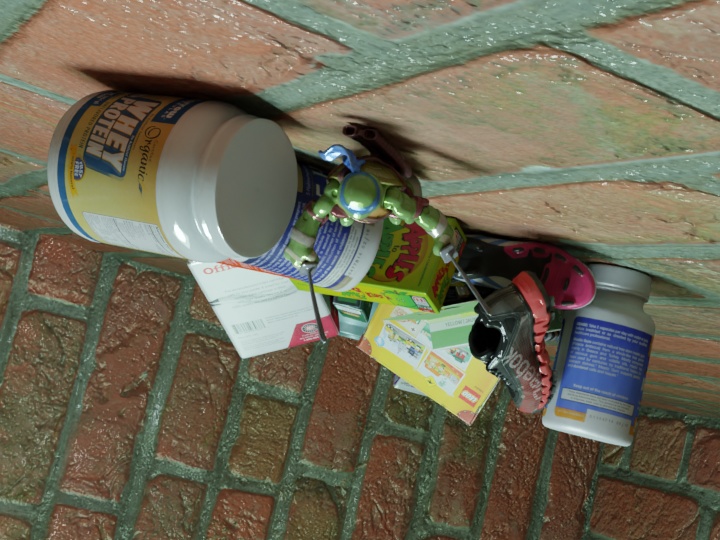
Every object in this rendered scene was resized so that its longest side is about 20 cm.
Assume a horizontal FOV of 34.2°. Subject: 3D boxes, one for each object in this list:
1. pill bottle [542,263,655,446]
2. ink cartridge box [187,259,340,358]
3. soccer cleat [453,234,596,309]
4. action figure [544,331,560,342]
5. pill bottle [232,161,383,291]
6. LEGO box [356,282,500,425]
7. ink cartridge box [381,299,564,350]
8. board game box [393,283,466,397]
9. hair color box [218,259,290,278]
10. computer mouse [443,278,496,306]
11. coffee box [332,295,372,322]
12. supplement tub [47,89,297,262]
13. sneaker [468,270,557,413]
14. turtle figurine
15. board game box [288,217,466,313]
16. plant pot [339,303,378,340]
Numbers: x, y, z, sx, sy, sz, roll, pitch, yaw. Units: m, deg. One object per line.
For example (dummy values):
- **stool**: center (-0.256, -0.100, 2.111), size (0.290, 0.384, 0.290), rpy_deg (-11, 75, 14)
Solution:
- **pill bottle**: center (0.290, 0.100, 1.399), size (0.111, 0.203, 0.112), rpy_deg (14, 174, 2)
- **ink cartridge box**: center (-0.124, 0.010, 1.524), size (0.143, 0.084, 0.201), rpy_deg (-13, 136, 9)
- **soccer cleat**: center (0.192, -0.004, 1.384), size (0.198, 0.071, 0.086), rpy_deg (16, -173, 27)
- **action figure**: center (0.255, 0.061, 1.592), size (0.198, 0.106, 0.193), rpy_deg (14, 174, 31)
- **pill bottle**: center (-0.087, -0.059, 1.233), size (0.198, 0.121, 0.119), rpy_deg (17, 173, -28)
- **LEGO box**: center (0.114, 0.094, 1.626), size (0.199, 0.150, 0.077), rpy_deg (34, -140, 8)
- **ink cartridge box**: center (0.141, 0.066, 1.426), size (0.144, 0.049, 0.199), rpy_deg (-14, 173, 38)
- **board game box**: center (0.135, 0.098, 1.775), size (0.104, 0.104, 0.201), rpy_deg (16, 141, -14)
- **hair color box**: center (-0.135, -0.058, 1.401), size (0.198, 0.102, 0.061), rpy_deg (11, 157, 23)
- **computer mouse**: center (0.102, 0.007, 1.503), size (0.109, 0.044, 0.199), rpy_deg (-10, -156, -32)
- **coffee box**: center (0.000, 0.000, 1.550), size (0.043, 0.125, 0.200), rpy_deg (12, 175, 4)
- **supplement tub**: center (-0.171, -0.086, 1.073), size (0.198, 0.147, 0.144), rpy_deg (10, 172, 31)
- **sneaker**: center (0.170, 0.093, 1.330), size (0.097, 0.202, 0.071), rpy_deg (-21, -138, -12)
- **turtle figurine**: center (0.009, -0.027, 1.074), size (0.201, 0.143, 0.194), rpy_deg (57, -171, -7)
- **board game box**: center (0.016, -0.018, 1.385), size (0.198, 0.102, 0.048), rpy_deg (8, 153, 31)
- **plant pot**: center (0.000, 0.043, 1.866), size (0.198, 0.136, 0.200), rpy_deg (14, 173, 2)
